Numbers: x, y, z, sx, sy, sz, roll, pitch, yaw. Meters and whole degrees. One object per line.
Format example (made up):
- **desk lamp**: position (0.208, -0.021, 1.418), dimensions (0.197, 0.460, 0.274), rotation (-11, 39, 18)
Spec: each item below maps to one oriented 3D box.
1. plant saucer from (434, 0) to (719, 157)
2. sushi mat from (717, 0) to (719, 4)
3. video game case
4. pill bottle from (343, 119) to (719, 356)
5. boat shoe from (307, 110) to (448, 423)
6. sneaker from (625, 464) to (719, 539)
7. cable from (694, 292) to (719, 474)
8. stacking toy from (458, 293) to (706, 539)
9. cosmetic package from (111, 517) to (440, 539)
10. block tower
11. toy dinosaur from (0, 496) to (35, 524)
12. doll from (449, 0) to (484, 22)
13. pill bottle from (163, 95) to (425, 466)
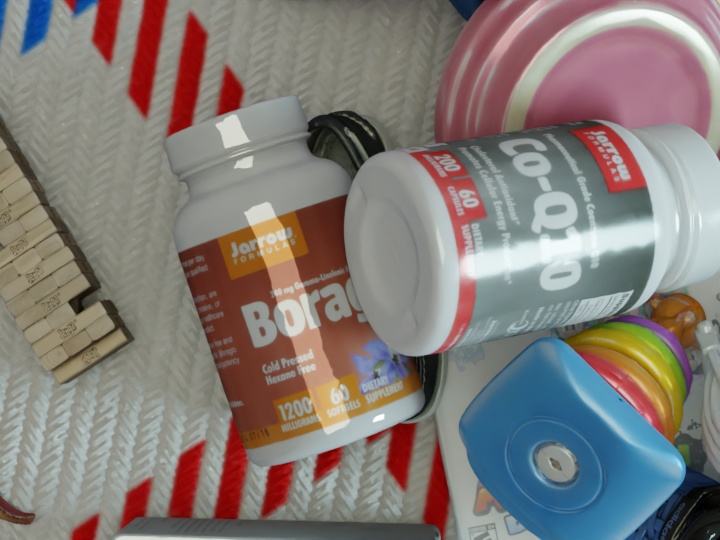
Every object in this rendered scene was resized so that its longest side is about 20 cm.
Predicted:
- **plant saucer**: position (0.145, -0.095, 1.239), dimensions (0.200, 0.051, 0.201), rotation (-9, 116, -18)
- **sushi mat**: position (0.192, -0.153, 1.306), dimensions (0.199, 0.012, 0.096), rotation (-6, 89, 1)
- **video game case**: position (0.147, 0.087, 1.299), dimensions (0.199, 0.024, 0.183), rotation (-11, 89, 2)
- **pill bottle**: position (0.102, -0.024, 1.154), dimensions (0.199, 0.114, 0.114), rotation (-11, 89, -26)
- **boat shoe**: position (0.000, 0.000, 1.277), dimensions (0.075, 0.060, 0.201), rotation (-20, 84, 24)
- **sneaker**: position (0.177, 0.144, 1.230), dimensions (0.200, 0.111, 0.077), rotation (26, 90, 2)
- **cable**: position (0.291, 0.076, 1.151), dimensions (0.199, 0.200, 0.069), rotation (-11, 126, 16)
- **stacking toy**: position (0.156, 0.066, 1.212), dimensions (0.116, 0.200, 0.110), rotation (43, 131, 4)
- **cosmetic package**: position (-0.050, 0.194, 1.265), dimensions (0.199, 0.102, 0.074), rotation (3, 90, 3)
- **block tower**: position (-0.219, -0.027, 1.295), dimensions (0.058, 0.054, 0.200), rotation (-33, 89, 0)
- **toy dinosaur**: position (-0.286, 0.045, 1.305), dimensions (0.200, 0.105, 0.182), rotation (26, 74, -35)
- **doll**: position (0.106, -0.194, 1.280), dimensions (0.136, 0.048, 0.201), rotation (9, 82, -5)
- **pill bottle**: position (-0.044, 0.005, 1.202), dimensions (0.112, 0.112, 0.201), rotation (-19, 91, 1)
